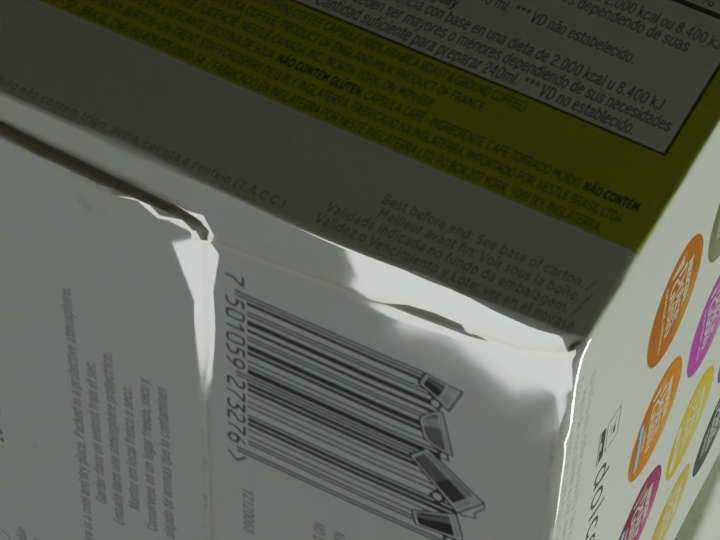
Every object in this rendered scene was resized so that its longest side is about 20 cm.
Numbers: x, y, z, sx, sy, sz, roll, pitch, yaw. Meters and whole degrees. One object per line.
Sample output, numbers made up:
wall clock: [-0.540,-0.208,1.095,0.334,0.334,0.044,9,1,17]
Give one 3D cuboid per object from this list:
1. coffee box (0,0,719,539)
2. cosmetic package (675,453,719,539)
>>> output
coffee box: [-0.004,-0.021,0.600,0.199,0.198,0.201,23,141,16]
cosmetic package: [0.176,0.097,1.048,0.199,0.166,0.164,30,169,-28]
